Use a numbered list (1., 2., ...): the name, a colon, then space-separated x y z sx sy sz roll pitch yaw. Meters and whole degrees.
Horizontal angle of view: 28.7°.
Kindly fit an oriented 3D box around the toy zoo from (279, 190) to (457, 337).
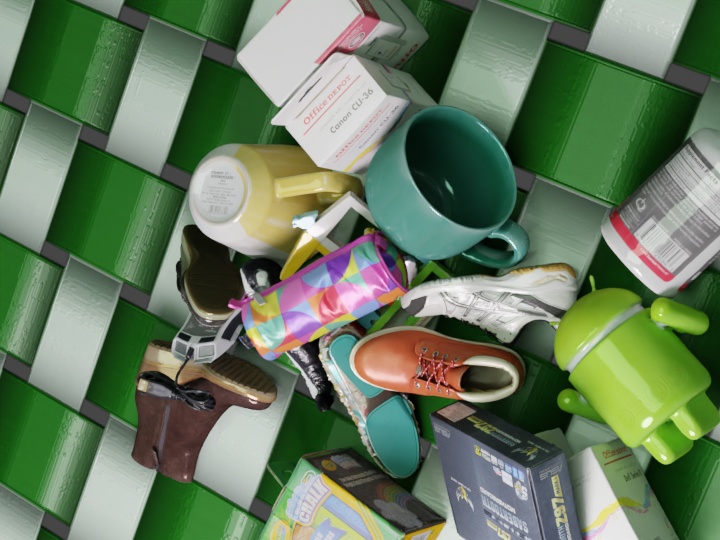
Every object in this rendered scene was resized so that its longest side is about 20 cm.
1. toy zoo: 0.000 0.000 1.617 0.200 0.020 0.131 37 108 -12

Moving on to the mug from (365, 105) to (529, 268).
1. mug: 0.086 -0.075 1.558 0.114 0.151 0.186 -37 67 50

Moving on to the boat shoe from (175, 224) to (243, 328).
1. boat shoe: -0.187 0.017 1.707 0.201 0.071 0.066 -112 33 -55

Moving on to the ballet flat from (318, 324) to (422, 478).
1. ballet flat: 0.013 0.147 1.635 0.075 0.064 0.201 -28 103 -9

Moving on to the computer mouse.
1. computer mouse: -0.187 0.089 1.710 0.109 0.200 0.044 6 136 27

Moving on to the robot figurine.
1. robot figurine: 0.285 0.104 1.474 0.200 0.115 0.176 50 123 17

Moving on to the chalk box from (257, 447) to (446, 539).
1. chalk box: -0.028 0.290 1.628 0.200 0.124 0.124 33 103 24

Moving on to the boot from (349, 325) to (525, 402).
1. boot: 0.083 0.106 1.548 0.199 0.107 0.076 4 95 6

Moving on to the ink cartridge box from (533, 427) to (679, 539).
1. ink cartridge box: 0.263 0.246 1.484 0.067 0.117 0.201 -33 75 24

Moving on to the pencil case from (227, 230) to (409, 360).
1. pencil case: -0.044 0.028 1.571 0.199 0.088 0.089 -26 78 15

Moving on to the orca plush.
1. orca plush: -0.069 0.069 1.656 0.071 0.105 0.201 -28 78 39

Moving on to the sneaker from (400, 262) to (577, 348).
1. sneaker: 0.143 0.045 1.561 0.199 0.076 0.088 -6 92 15

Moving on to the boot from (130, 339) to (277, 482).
1. boot: -0.198 0.188 1.760 0.199 0.072 0.167 17 108 25

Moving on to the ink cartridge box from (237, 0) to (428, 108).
1. ink cartridge box: -0.026 -0.255 1.595 0.147 0.200 0.083 -45 75 19

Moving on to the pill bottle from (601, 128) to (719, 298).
1. pill bottle: 0.354 -0.075 1.448 0.200 0.111 0.111 -46 70 18

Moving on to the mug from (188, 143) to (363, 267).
1. mug: -0.113 -0.096 1.658 0.186 0.153 0.150 -41 69 18

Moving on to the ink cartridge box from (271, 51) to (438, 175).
1. ink cartridge box: -0.002 -0.172 1.580 0.117 0.200 0.068 -46 70 19

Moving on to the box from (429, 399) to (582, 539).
1. box: 0.156 0.239 1.490 0.200 0.051 0.159 25 133 60
